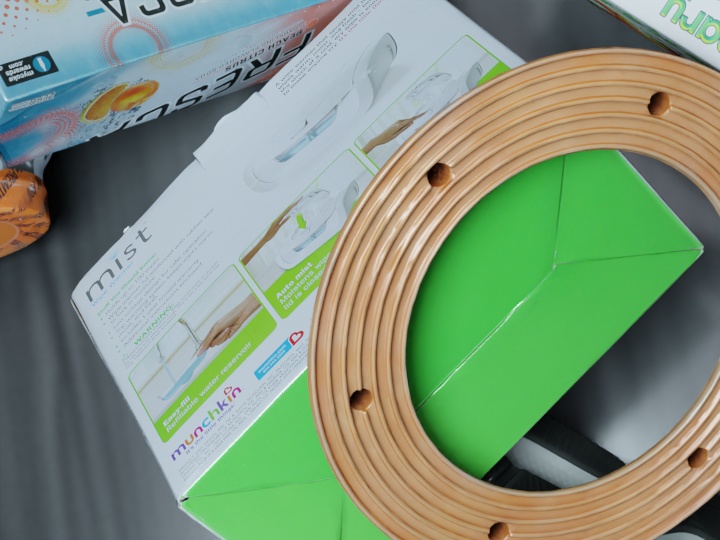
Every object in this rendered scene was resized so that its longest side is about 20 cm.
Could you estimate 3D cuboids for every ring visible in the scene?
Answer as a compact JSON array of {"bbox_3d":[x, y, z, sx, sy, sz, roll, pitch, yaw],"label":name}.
[{"bbox_3d":[0.073,0.017,0.707,0.199,0.019,0.202,-8,114,-19],"label":"ring"}]

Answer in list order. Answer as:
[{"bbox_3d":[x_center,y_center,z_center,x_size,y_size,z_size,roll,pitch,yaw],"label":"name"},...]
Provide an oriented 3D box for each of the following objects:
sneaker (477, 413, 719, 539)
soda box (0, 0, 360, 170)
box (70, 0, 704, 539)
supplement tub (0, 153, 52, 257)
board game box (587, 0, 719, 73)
[{"bbox_3d":[0.101,0.142,0.813,0.200,0.076,0.116,32,128,-6],"label":"sneaker"},{"bbox_3d":[-0.081,-0.107,0.825,0.199,0.064,0.069,-22,74,-31],"label":"soda box"},{"bbox_3d":[0.000,0.000,0.784,0.200,0.097,0.177,-46,31,2],"label":"box"},{"bbox_3d":[-0.202,-0.105,0.873,0.121,0.123,0.202,-17,79,9],"label":"supplement tub"},{"bbox_3d":[0.142,-0.090,0.767,0.200,0.126,0.035,39,100,33],"label":"board game box"}]
